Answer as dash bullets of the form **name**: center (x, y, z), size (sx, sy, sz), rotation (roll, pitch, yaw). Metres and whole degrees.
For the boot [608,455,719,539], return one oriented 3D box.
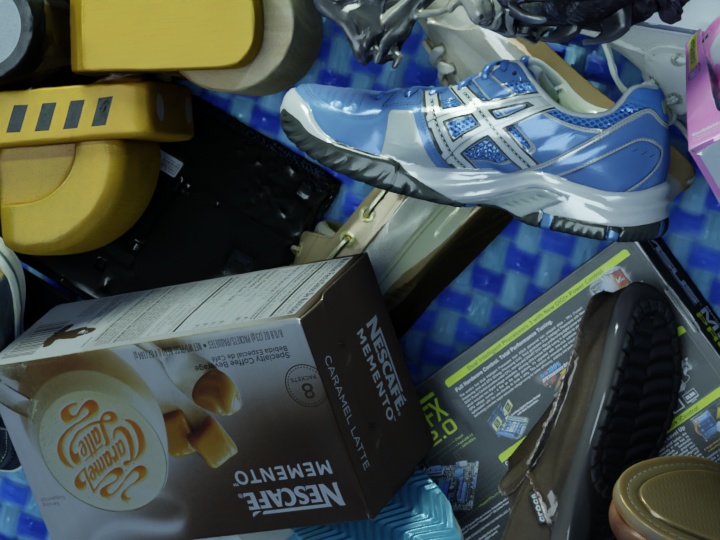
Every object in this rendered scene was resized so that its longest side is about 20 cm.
- **boot**: center (0.155, 0.175, 1.375), size (0.155, 0.200, 0.074), rotation (-46, 46, 24)

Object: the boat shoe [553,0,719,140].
- **boat shoe**: center (0.169, -0.099, 1.389), size (0.202, 0.075, 0.086), rotation (11, 106, 7)

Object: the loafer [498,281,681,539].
- **loafer**: center (0.100, 0.098, 1.390), size (0.071, 0.073, 0.200), rotation (20, 97, 34)

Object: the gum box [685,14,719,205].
- **gum box**: center (0.221, -0.027, 1.315), size (0.066, 0.114, 0.200), rotation (-26, 114, 17)

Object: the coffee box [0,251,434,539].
- **coffee box**: center (-0.077, 0.070, 1.420), size (0.200, 0.080, 0.114), rotation (-9, 110, 31)

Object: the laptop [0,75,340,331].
- **laptop**: center (-0.131, 0.003, 1.534), size (0.177, 0.103, 0.200), rotation (30, 81, 11)

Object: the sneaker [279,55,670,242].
- **sneaker**: center (0.059, -0.070, 1.360), size (0.200, 0.076, 0.077), rotation (12, 101, 12)

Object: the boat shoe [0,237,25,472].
- **boat shoe**: center (-0.212, 0.051, 1.493), size (0.075, 0.062, 0.200), rotation (30, 149, 18)

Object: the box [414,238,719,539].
- **box**: center (0.114, 0.096, 1.448), size (0.200, 0.044, 0.160), rotation (-38, 85, 20)

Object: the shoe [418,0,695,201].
- **shoe**: center (0.078, -0.092, 1.409), size (0.200, 0.070, 0.053), rotation (40, 90, 12)

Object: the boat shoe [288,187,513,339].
- **boat shoe**: center (0.000, 0.000, 1.463), size (0.200, 0.074, 0.066), rotation (-43, 71, 18)

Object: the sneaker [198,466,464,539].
- **sneaker**: center (-0.013, 0.145, 1.455), size (0.200, 0.077, 0.081), rotation (8, 131, 49)

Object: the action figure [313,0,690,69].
- **action figure**: center (0.078, -0.151, 1.310), size (0.200, 0.119, 0.102), rotation (-7, 87, 31)

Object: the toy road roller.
- **toy road roller**: center (-0.121, -0.083, 1.439), size (0.200, 0.123, 0.146), rotation (-3, 91, 11)
